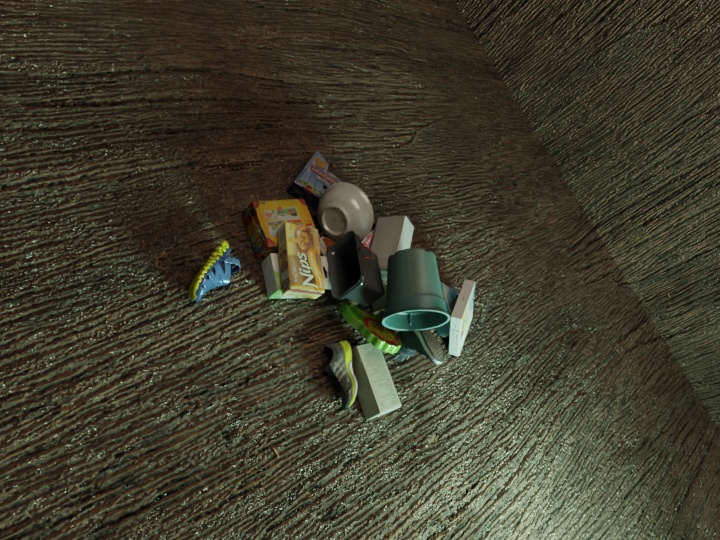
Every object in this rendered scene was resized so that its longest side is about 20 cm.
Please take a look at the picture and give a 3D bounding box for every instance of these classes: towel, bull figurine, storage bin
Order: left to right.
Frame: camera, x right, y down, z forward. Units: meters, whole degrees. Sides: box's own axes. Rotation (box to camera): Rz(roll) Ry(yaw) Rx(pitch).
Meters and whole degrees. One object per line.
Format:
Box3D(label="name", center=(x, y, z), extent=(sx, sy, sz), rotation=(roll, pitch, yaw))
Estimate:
Box3D(label="bull figurine", center=(-0.075, -0.039, 1.684), extent=(0.197, 0.065, 0.124), rotation=(24, 53, -25))
Box3D(label="storage bin", center=(0.000, 0.000, 1.579), extent=(0.133, 0.145, 0.203), rotation=(29, 37, -39))
Box3D(label="towel", center=(0.055, -0.061, 1.773), extent=(0.200, 0.029, 0.149), rotation=(-49, 132, -49))

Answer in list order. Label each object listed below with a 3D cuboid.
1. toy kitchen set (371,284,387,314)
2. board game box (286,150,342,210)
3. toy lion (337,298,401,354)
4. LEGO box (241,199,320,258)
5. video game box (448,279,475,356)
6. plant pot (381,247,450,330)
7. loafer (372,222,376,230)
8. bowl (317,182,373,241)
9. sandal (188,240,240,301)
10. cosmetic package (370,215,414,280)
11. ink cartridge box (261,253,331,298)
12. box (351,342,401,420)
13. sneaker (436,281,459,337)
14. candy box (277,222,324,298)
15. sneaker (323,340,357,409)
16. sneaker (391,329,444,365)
Box3D(label="toy kitchen set", center=(0.131, 0.065, 1.787), extent=(0.200, 0.177, 0.167), rotation=(52, 24, -67))
Box3D(label="board game box", center=(-0.137, -0.306, 1.804), extent=(0.198, 0.061, 0.203), rotation=(29, 49, -23))
Box3D(label="toy lion", center=(0.030, 0.167, 1.566), extent=(0.198, 0.069, 0.192), rotation=(30, 16, -13))
Box3D(label="LEGO box", center=(-0.239, -0.130, 1.593), extent=(0.197, 0.077, 0.152), rotation=(-9, 70, -43))
Box3D(label="video game box", center=(0.358, 0.166, 1.848), extent=(0.046, 0.185, 0.201), rotation=(13, 42, 18))
Box3D(label="plant pot", center=(0.157, 0.054, 1.543), extent=(0.197, 0.199, 0.200), rotation=(14, 63, -33))
Box3D(label="loafer", center=(0.023, -0.162, 1.842), extent=(0.075, 0.067, 0.204), rotation=(15, 56, -35))
Box3D(label="bowl", center=(-0.064, -0.170, 1.670), extent=(0.202, 0.200, 0.090), rotation=(50, 34, -1))
Box3D(label="sandal", center=(-0.381, 0.009, 1.390), extent=(0.087, 0.079, 0.202), rotation=(41, 46, -16))
Box3D(label="cosmetic package", center=(0.098, -0.073, 1.718), extent=(0.081, 0.111, 0.204), rotation=(45, 54, -48))
Box3D(label="ink cartridge box", center=(-0.185, 0.018, 1.553), extent=(0.197, 0.067, 0.119), rotation=(2, 64, -38))
Box3D(label="box", center=(0.034, 0.321, 1.536), extent=(0.094, 0.077, 0.204), rotation=(-3, 66, -41))
Box3D(label="sneaker", center=(0.325, 0.145, 1.897), extent=(0.129, 0.079, 0.205), rotation=(15, 63, -42))
Box3D(label="candy box", center=(-0.171, -0.028, 1.499), extent=(0.114, 0.055, 0.204), rotation=(9, 63, -36))
Box3D(label="sneaker", center=(-0.063, 0.296, 1.487), extent=(0.079, 0.074, 0.203), rotation=(5, 54, -26))
Box3D(label="sneaker", center=(0.173, 0.253, 1.636), extent=(0.076, 0.148, 0.203), rotation=(15, 29, -36))
